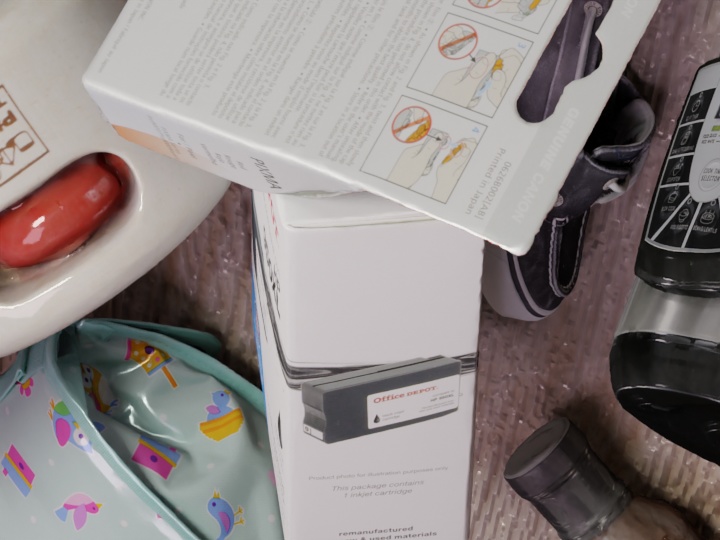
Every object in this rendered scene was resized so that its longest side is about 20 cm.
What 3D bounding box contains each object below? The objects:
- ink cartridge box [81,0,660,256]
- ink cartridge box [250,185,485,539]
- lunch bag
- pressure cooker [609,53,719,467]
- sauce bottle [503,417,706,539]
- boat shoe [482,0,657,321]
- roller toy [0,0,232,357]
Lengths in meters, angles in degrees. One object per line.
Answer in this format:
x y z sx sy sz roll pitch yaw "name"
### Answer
0.016 -0.097 1.065 0.199 0.163 0.050 22 163 23 "ink cartridge box"
0.000 0.000 1.176 0.084 0.145 0.201 -5 135 -6 "ink cartridge box"
-0.109 0.117 1.397 0.200 0.122 0.170 38 140 -10 "lunch bag"
0.194 -0.018 1.007 0.175 0.201 0.179 21 171 9 "pressure cooker"
0.144 0.151 1.295 0.200 0.065 0.065 50 138 -12 "sauce bottle"
0.086 -0.055 1.142 0.067 0.072 0.201 13 131 18 "boat shoe"
-0.152 -0.064 1.208 0.199 0.183 0.140 -14 119 42 "roller toy"
